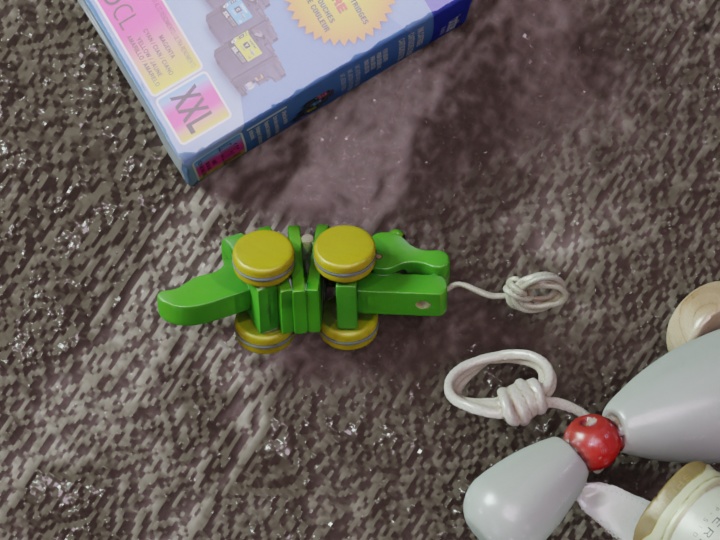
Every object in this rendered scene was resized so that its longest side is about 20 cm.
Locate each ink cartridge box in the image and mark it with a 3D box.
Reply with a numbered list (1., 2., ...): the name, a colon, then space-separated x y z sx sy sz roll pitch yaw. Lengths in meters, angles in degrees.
1. ink cartridge box: -0.035 -0.153 1.221 0.200 0.076 0.137 -31 87 -6

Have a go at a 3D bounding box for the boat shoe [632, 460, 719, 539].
1. boat shoe: 0.187 0.160 1.145 0.066 0.200 0.074 36 85 39

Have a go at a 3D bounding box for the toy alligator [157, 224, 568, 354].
1. toy alligator: 0.000 0.000 1.222 0.200 0.059 0.054 -3 45 -2

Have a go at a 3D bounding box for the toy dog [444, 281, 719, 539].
1. toy dog: 0.146 0.089 1.199 0.200 0.132 0.096 -17 124 1
